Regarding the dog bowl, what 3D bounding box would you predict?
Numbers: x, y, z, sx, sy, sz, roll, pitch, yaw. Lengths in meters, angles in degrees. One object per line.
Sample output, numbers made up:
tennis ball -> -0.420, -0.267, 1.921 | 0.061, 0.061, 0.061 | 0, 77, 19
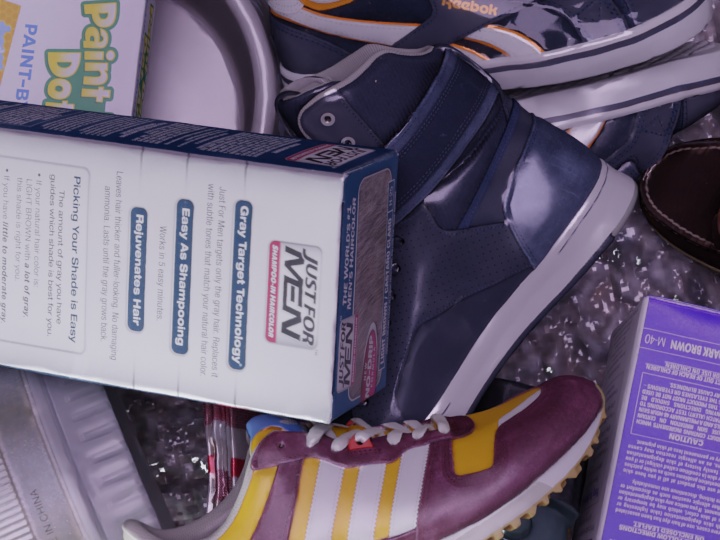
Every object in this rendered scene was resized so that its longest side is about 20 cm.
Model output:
dog bowl -> -0.125, -0.074, 1.146 | 0.198, 0.059, 0.202 | 0, 79, 1

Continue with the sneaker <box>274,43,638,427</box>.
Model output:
sneaker -> 0.000, -0.001, 1.035 | 0.146, 0.077, 0.203 | 38, 89, -16

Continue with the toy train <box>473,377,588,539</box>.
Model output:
toy train -> 0.048, 0.143, 1.056 | 0.085, 0.114, 0.201 | 17, 56, -3

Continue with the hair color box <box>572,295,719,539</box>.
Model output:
hair color box -> 0.127, 0.121, 1.083 | 0.064, 0.109, 0.201 | 14, 80, 1

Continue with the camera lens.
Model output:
camera lens -> -0.180, 0.134, 1.055 | 0.199, 0.160, 0.161 | -23, 80, -4

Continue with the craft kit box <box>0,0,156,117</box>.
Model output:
craft kit box -> -0.192, -0.099, 1.101 | 0.196, 0.049, 0.202 | 6, 80, -1

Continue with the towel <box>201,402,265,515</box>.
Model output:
towel -> -0.025, 0.138, 1.071 | 0.023, 0.144, 0.202 | -8, 78, 28

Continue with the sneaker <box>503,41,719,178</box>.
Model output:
sneaker -> 0.078, -0.046, 1.123 | 0.199, 0.078, 0.080 | -16, 101, -2

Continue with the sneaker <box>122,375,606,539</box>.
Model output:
sneaker -> 0.002, 0.083, 0.976 | 0.199, 0.075, 0.090 | -34, 91, -8

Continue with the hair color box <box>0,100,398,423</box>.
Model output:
hair color box -> -0.088, -0.008, 0.994 | 0.199, 0.060, 0.101 | 9, 105, 22

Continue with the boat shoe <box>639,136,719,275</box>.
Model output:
boat shoe -> 0.191, -0.029, 1.079 | 0.199, 0.072, 0.073 | 23, 86, 48

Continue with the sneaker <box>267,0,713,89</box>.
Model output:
sneaker -> 0.052, -0.125, 1.089 | 0.198, 0.079, 0.080 | -7, 116, 14
